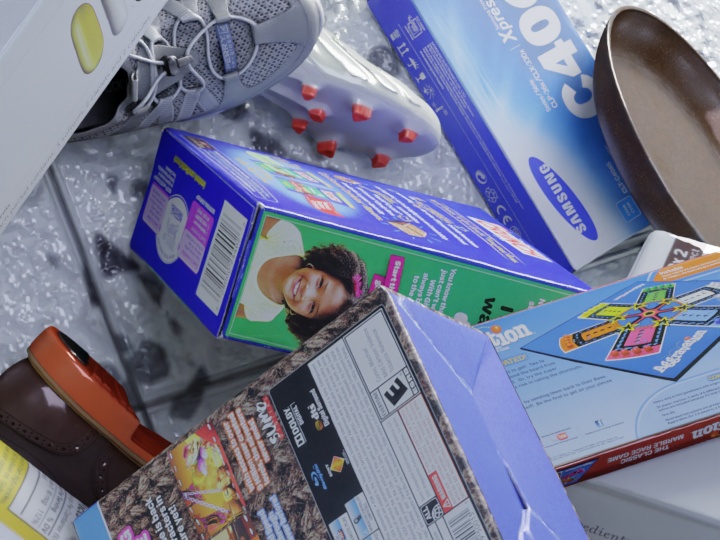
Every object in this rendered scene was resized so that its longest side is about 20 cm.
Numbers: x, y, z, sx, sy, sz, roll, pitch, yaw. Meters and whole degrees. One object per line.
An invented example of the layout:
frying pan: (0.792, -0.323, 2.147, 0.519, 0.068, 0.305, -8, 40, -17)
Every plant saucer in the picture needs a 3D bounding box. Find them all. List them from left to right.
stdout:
plant saucer: (0.194, -0.062, 1.616, 0.200, 0.032, 0.201, 43, 29, -31)

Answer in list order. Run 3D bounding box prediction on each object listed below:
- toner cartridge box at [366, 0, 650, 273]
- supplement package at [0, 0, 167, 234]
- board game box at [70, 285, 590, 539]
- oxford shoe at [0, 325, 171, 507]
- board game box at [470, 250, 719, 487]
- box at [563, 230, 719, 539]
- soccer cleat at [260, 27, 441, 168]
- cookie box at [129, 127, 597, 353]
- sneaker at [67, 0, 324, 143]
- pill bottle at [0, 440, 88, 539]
toner cartridge box: (0.096, -0.098, 1.613, 0.095, 0.043, 0.201, -31, 89, -32)
supplement package: (-0.216, -0.119, 1.354, 0.155, 0.111, 0.200, 25, 69, 20)
board game box: (-0.010, 0.135, 1.260, 0.097, 0.200, 0.160, 25, 34, -52)
oxford shoe: (-0.116, 0.121, 1.418, 0.073, 0.071, 0.200, -42, 104, 1)
board game box: (0.115, 0.055, 1.361, 0.199, 0.020, 0.103, -16, 48, -17)
box: (0.205, 0.110, 1.422, 0.199, 0.131, 0.199, 17, 44, 13)
soccer cleat: (-0.040, -0.123, 1.536, 0.199, 0.069, 0.078, 22, 60, -17)
cookie box: (0.000, 0.000, 1.447, 0.199, 0.171, 0.076, 14, 101, -24)
sneaker: (-0.110, -0.100, 1.443, 0.199, 0.082, 0.075, -21, 107, -8)
pill bottle: (-0.189, 0.142, 1.329, 0.200, 0.114, 0.115, 39, 58, -11)
